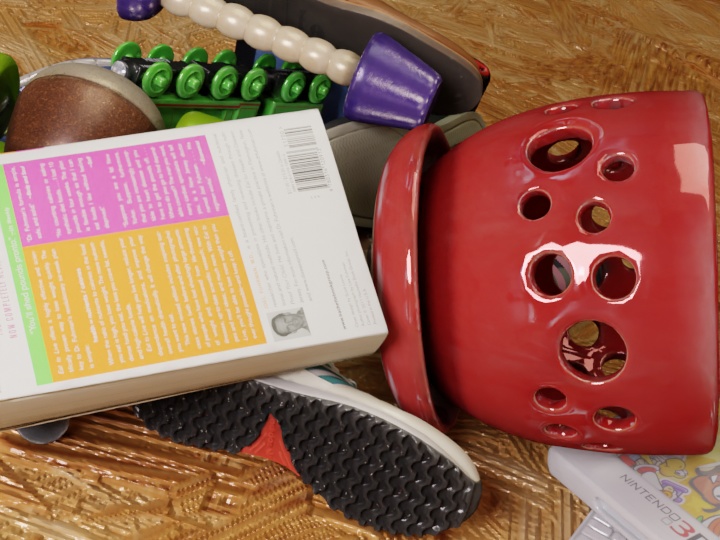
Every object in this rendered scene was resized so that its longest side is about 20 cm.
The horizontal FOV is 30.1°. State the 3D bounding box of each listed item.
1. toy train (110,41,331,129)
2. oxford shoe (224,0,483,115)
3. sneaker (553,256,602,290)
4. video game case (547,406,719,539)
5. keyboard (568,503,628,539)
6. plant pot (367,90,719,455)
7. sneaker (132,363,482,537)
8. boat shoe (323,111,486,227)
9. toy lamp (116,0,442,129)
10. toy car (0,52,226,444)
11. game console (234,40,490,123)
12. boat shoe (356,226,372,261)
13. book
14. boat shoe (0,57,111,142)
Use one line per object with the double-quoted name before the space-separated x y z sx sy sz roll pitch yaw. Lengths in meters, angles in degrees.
"toy train" -0.090 -0.111 0.859 0.042 0.057 0.200 34 23 28
"oxford shoe" -0.006 -0.166 0.862 0.199 0.071 0.071 27 53 1
"sneaker" 0.110 0.015 0.943 0.070 0.083 0.199 0 -9 38
"video game case" 0.238 0.114 0.758 0.199 0.023 0.182 -20 32 -22
"keyboard" 0.209 0.187 0.726 0.199 0.011 0.056 29 28 20
"plant pot" 0.108 0.004 0.760 0.181 0.202 0.201 -3 23 14
"sneaker" -0.022 0.069 0.728 0.199 0.071 0.093 20 32 8
"boat shoe" 0.009 -0.071 0.886 0.067 0.072 0.200 10 15 34
"toy lamp" -0.047 -0.140 0.815 0.199 0.058 0.058 25 27 4
"toy car" -0.176 0.000 0.740 0.163 0.158 0.201 17 55 4
"game console" -0.011 -0.119 0.988 0.176 0.200 0.031 21 63 -2
"boat shoe" 0.000 0.000 0.876 0.072 0.076 0.200 33 31 22
"book" -0.099 -0.007 0.669 0.199 0.048 0.134 -10 69 -19
"boat shoe" -0.211 -0.101 0.880 0.199 0.073 0.072 -9 15 -9
